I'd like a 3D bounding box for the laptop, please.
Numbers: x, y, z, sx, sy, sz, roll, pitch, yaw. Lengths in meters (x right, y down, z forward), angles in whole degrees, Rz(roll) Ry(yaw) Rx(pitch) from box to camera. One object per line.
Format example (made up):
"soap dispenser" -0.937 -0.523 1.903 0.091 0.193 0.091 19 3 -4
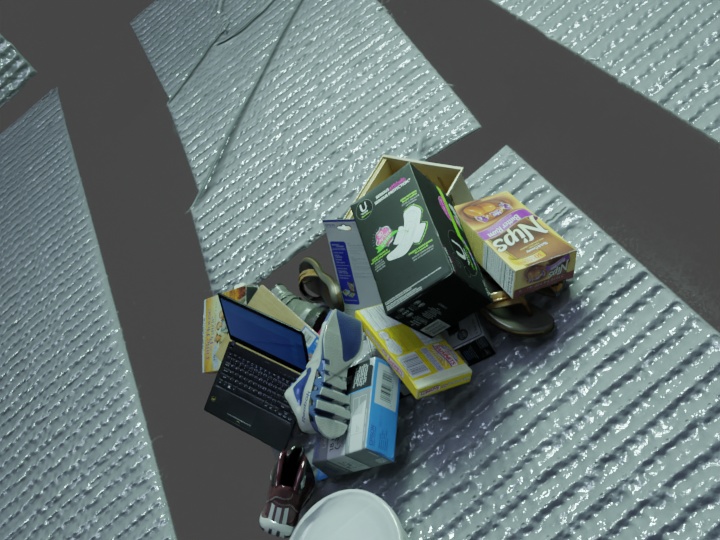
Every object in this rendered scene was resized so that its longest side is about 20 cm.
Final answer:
"laptop" -0.179 0.169 1.279 0.174 0.103 0.205 21 88 24

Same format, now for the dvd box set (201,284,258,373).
"dvd box set" -0.247 0.114 1.465 0.198 0.029 0.151 -16 72 55

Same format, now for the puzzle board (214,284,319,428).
"puzzle board" -0.144 0.146 1.335 0.199 0.017 0.152 38 95 22

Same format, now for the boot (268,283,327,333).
"boot" -0.152 0.133 1.413 0.128 0.068 0.203 22 75 27

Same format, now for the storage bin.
"storage bin" 0.084 -0.098 1.452 0.197 0.094 0.201 16 66 41

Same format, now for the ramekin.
"ramekin" -0.008 0.426 1.100 0.198 0.094 0.206 -18 48 22

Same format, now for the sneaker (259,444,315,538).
"sneaker" -0.100 0.307 1.200 0.074 0.118 0.201 13 19 -2

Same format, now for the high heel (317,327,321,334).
"high heel" -0.093 0.175 1.383 0.095 0.067 0.203 -16 42 42

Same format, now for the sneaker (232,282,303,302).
"sneaker" -0.169 0.077 1.515 0.114 0.076 0.202 -34 52 -4

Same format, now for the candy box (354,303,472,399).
"candy box" 0.078 0.115 1.212 0.100 0.027 0.200 -11 37 -26

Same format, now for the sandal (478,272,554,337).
"sandal" 0.216 0.035 1.222 0.199 0.055 0.081 39 47 23

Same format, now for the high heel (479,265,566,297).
"high heel" 0.234 0.009 1.276 0.195 0.072 0.145 -18 41 10

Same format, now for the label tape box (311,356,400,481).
"label tape box" -0.026 0.239 1.225 0.198 0.062 0.148 -29 44 44

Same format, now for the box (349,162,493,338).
"box" 0.091 -0.028 1.182 0.123 0.148 0.204 -31 58 21

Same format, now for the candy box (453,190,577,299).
"candy box" 0.238 -0.047 1.234 0.114 0.058 0.201 -17 40 -18

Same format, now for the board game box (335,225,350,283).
"board game box" 0.032 -0.004 1.388 0.197 0.138 0.034 17 33 42

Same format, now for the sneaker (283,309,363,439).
"sneaker" -0.067 0.165 1.208 0.114 0.080 0.204 -21 49 46

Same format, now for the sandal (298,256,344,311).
"sandal" -0.084 0.034 1.445 0.053 0.084 0.200 -22 28 -14

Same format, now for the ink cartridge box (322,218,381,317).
"ink cartridge box" 0.000 0.000 1.363 0.098 0.205 0.039 4 25 41

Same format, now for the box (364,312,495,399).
"box" 0.112 0.120 1.284 0.197 0.060 0.118 -28 45 13
